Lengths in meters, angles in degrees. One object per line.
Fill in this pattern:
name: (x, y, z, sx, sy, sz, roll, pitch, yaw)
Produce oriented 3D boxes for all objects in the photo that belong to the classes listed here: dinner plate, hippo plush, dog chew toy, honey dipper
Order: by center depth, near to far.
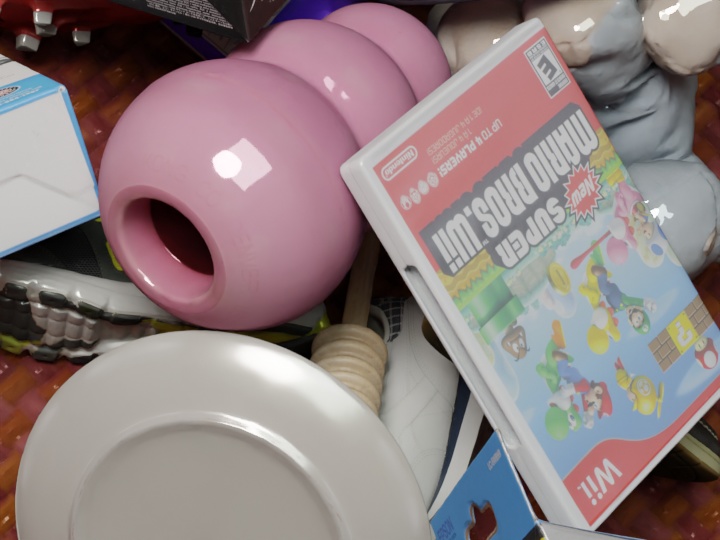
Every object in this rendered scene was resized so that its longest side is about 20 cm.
dinner plate: (-0.067, 0.125, 1.148, 0.200, 0.200, 0.024, 30, 25, 4)
dog chew toy: (-0.029, -0.058, 1.165, 0.125, 0.125, 0.200, 41, 48, 8)
honey dipper: (0.000, 0.000, 1.247, 0.038, 0.038, 0.200, 12, 44, -4)
hippo plush: (0.117, -0.063, 1.275, 0.159, 0.200, 0.161, -5, 95, 3)

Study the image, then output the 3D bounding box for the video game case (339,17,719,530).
video game case: (0.087, 0.002, 1.149, 0.143, 0.017, 0.200, -40, 105, -39)

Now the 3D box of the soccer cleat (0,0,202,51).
soccer cleat: (-0.132, -0.159, 1.255, 0.200, 0.069, 0.085, -1, 78, 15)

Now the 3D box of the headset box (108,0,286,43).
headset box: (-0.066, -0.210, 1.192, 0.149, 0.075, 0.200, 19, 50, 25)

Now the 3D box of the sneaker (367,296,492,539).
sneaker: (0.013, 0.105, 1.224, 0.080, 0.076, 0.200, 15, 61, 8)

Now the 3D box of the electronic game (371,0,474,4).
electronic game: (0.089, -0.168, 1.248, 0.200, 0.200, 0.042, -18, 109, -15)

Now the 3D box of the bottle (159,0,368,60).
bottle: (-0.038, -0.126, 1.290, 0.200, 0.065, 0.084, 40, 87, 16)

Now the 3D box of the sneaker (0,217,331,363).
sneaker: (-0.113, -0.002, 1.247, 0.200, 0.074, 0.085, 8, 61, -15)

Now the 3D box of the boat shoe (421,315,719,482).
boat shoe: (0.113, 0.042, 1.212, 0.200, 0.073, 0.065, 35, 66, -40)

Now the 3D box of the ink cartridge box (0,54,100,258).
ink cartridge box: (-0.212, -0.053, 1.212, 0.116, 0.200, 0.068, -23, 110, -17)

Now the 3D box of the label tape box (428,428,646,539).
label tape box: (0.100, 0.170, 1.037, 0.063, 0.144, 0.200, -13, 72, -15)
